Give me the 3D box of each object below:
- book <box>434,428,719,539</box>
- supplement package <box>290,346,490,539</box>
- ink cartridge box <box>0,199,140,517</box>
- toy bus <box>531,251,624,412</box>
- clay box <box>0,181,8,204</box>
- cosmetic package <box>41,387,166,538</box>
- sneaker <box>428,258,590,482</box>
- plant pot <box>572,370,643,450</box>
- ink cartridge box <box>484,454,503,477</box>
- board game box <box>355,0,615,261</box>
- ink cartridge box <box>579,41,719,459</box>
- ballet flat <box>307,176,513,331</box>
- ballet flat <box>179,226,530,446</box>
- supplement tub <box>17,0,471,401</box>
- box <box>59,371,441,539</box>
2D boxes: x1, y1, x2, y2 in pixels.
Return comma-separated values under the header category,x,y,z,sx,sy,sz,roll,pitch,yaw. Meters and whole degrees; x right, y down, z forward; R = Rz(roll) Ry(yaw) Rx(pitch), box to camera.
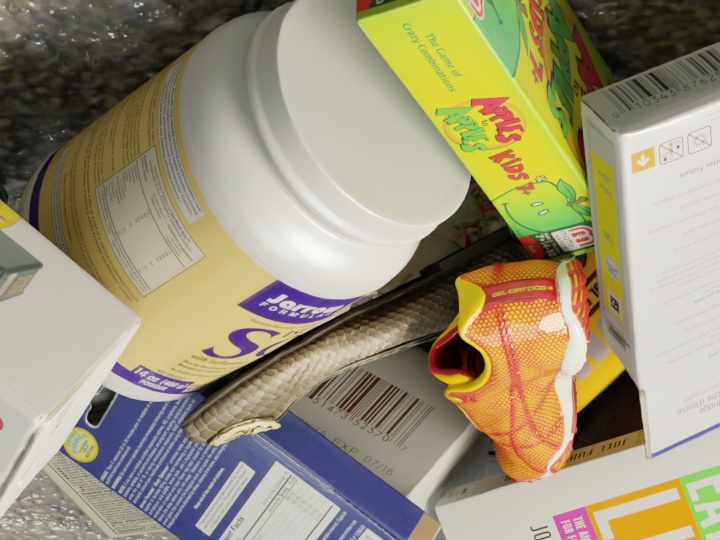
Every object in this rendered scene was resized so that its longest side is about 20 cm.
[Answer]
category,x,y,z,sx,sy,sz,roll,pitch,yaw
book,0.157,0.152,1.230,0.199,0.048,0.134,-20,102,19
supplement package,-0.007,0.146,1.330,0.117,0.117,0.201,26,136,20
ink cartridge box,-0.222,0.019,1.087,0.200,0.088,0.145,40,141,3
toy bus,0.124,0.011,1.210,0.078,0.065,0.200,46,142,8
clay box,-0.265,-0.074,1.147,0.114,0.048,0.200,-5,144,11
cosmetic package,-0.141,0.068,1.317,0.103,0.088,0.200,-9,146,16
sneaker,0.073,0.048,1.145,0.077,0.073,0.200,-3,150,2
plant pot,0.207,0.108,1.304,0.186,0.187,0.200,12,131,-15
ink cartridge box,0.127,0.212,1.419,0.108,0.201,0.050,1,146,2
board game box,0.062,-0.100,1.044,0.047,0.102,0.200,-15,143,22
ink cartridge box,0.204,-0.029,1.086,0.197,0.047,0.201,-23,134,-15
ballet flat,0.000,0.000,1.231,0.199,0.064,0.076,-15,142,23
ballet flat,0.002,0.042,1.160,0.199,0.047,0.067,-29,-178,-12
supplement tub,-0.058,-0.036,1.106,0.145,0.146,0.200,27,139,-33
box,-0.065,0.114,1.229,0.200,0.032,0.121,36,137,0
